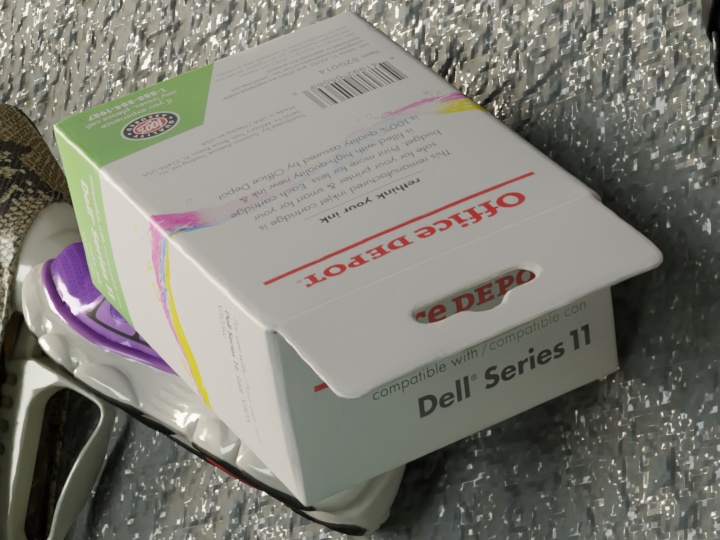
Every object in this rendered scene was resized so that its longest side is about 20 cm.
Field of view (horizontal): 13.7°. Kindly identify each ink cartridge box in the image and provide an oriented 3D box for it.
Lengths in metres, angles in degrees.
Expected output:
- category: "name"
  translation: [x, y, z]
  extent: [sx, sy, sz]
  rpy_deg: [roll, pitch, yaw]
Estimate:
- category: "ink cartridge box"
  translation: [0.000, 0.000, 0.923]
  extent: [0.200, 0.117, 0.068]
  rpy_deg: [42, 148, 52]

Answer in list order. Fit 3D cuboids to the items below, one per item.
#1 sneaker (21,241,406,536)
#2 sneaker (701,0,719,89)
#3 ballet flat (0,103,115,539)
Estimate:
- category: "sneaker"
  translation: [-0.040, 0.026, 1.035]
  extent: [0.199, 0.081, 0.084]
  rpy_deg: [24, 81, 47]
- category: "sneaker"
  translation: [0.105, -0.096, 0.861]
  extent: [0.199, 0.070, 0.100]
  rpy_deg: [12, 83, 50]
- category: "ballet flat"
  translation: [-0.124, 0.039, 1.144]
  extent: [0.075, 0.068, 0.202]
  rpy_deg: [8, 90, 32]
